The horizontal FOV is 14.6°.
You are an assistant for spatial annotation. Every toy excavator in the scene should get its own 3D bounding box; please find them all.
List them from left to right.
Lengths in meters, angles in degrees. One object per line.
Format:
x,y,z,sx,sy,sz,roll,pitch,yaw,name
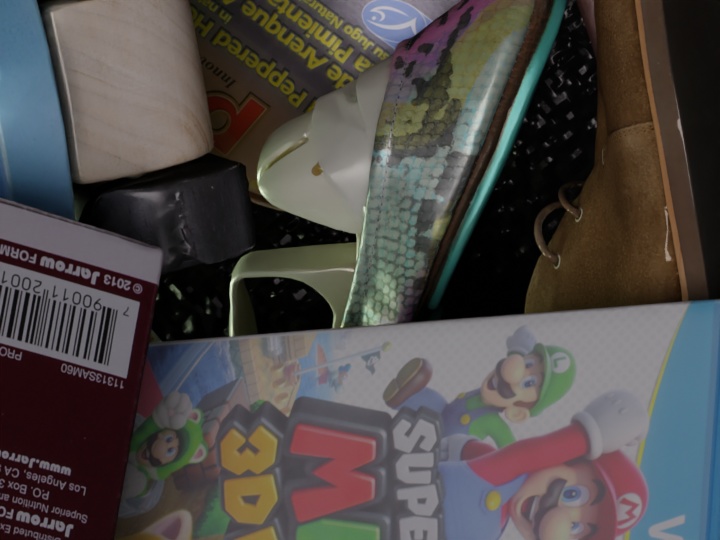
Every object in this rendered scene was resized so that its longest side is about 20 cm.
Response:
-0.147,-0.050,0.778,0.199,0.194,0.100,-11,103,-14,toy excavator

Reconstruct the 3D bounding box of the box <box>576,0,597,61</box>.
0.104,-0.104,0.771,0.100,0.075,0.200,-19,100,15,box

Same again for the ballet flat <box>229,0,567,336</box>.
0.000,0.000,0.789,0.071,0.069,0.200,17,119,3,ballet flat

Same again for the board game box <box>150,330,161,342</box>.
-0.135,0.041,0.876,0.134,0.034,0.200,-39,92,18,board game box

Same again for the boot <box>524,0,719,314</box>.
0.070,-0.017,0.723,0.075,0.074,0.201,-7,91,34,boot

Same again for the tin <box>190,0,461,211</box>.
-0.047,-0.100,0.823,0.200,0.042,0.112,37,104,1,tin

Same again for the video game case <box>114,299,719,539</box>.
-0.003,0.082,0.691,0.200,0.018,0.143,-5,66,28,video game case

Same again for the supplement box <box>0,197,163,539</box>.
-0.110,0.091,0.692,0.061,0.109,0.201,17,71,-24,supplement box
